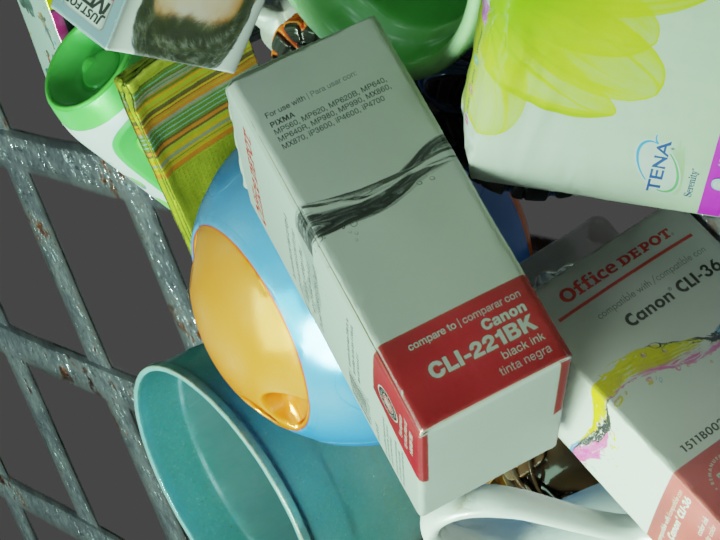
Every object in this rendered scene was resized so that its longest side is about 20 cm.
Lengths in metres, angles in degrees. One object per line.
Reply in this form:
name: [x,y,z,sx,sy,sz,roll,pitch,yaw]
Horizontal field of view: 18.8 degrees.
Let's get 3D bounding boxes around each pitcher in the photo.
pitcher: [0.138,0.154,1.151,0.172,0.199,0.122,61,-151,-59]

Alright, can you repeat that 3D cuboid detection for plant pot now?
plant pot: [-0.015,0.105,1.411,0.200,0.187,0.201,42,150,32]

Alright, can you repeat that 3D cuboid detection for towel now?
towel: [-0.076,-0.056,1.306,0.018,0.086,0.201,37,155,49]

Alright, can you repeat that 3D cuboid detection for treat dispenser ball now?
treat dispenser ball: [0.000,0.000,1.249,0.201,0.200,0.202,43,151,31]

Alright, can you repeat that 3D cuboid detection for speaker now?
speaker: [-0.102,-0.079,1.343,0.088,0.089,0.200,28,172,48]

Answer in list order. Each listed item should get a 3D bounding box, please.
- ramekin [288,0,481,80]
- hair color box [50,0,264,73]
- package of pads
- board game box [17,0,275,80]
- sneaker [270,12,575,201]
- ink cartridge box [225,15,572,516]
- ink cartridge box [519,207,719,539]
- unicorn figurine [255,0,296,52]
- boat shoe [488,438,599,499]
ramekin: [0.028,-0.204,1.077,0.200,0.097,0.201,38,143,36]
hair color box: [-0.080,-0.213,1.169,0.061,0.099,0.201,39,112,38]
package of pads: [0.126,-0.110,0.958,0.153,0.069,0.201,9,141,4]
board game box: [-0.149,-0.217,1.348,0.064,0.147,0.201,33,146,58]
sneaker: [0.054,-0.106,1.163,0.199,0.079,0.076,25,139,11]
ink cartridge box: [0.017,-0.001,1.062,0.201,0.083,0.144,60,171,19]
ink cartridge box: [0.153,0.046,1.113,0.200,0.116,0.068,47,153,23]
unicorn figurine: [-0.023,-0.156,1.266,0.199,0.074,0.138,5,132,55]
boat shoe: [0.124,0.125,1.315,0.072,0.067,0.200,57,155,4]
